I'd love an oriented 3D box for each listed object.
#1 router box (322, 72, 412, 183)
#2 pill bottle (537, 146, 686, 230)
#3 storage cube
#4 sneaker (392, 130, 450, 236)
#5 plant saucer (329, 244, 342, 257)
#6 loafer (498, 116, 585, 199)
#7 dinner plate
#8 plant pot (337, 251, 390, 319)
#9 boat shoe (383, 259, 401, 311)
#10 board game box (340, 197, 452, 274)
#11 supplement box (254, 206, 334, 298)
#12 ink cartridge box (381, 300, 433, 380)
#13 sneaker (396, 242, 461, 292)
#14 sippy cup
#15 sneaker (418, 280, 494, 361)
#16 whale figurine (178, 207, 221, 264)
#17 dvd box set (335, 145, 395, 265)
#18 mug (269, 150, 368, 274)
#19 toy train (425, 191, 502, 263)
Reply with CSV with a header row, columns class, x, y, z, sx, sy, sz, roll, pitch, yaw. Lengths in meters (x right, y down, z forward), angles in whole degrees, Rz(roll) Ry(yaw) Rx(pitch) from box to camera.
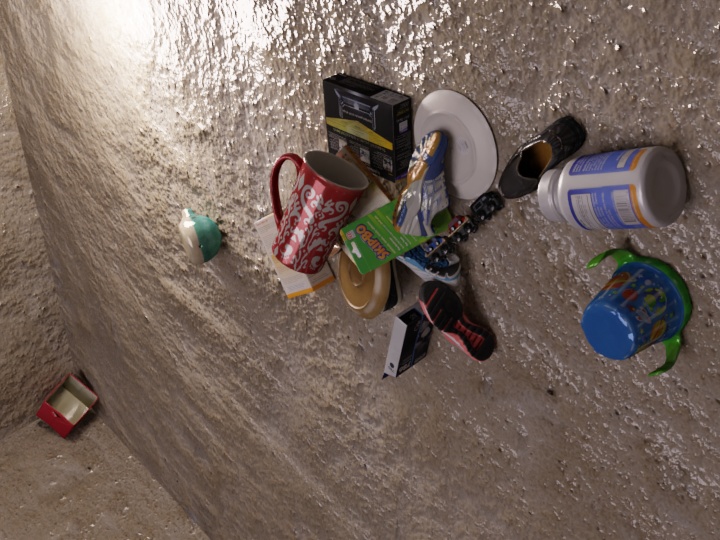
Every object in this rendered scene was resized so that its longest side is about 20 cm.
class,x,y,z,sx,sy,sz,roll,pitch,yaw
router box,0.013,-0.275,1.697,0.199,0.052,0.159,29,135,39
pill bottle,0.360,-0.116,1.294,0.199,0.111,0.113,1,115,54
storage cube,-1.291,0.597,3.901,0.171,0.201,0.180,40,137,-6
sneaker,0.126,-0.154,1.589,0.076,0.087,0.202,-98,25,-58
plant saucer,-0.046,-0.124,1.838,0.200,0.036,0.204,-21,66,59
loafer,0.270,-0.171,1.410,0.073,0.072,0.200,53,146,11
dinner plate,0.160,-0.218,1.569,0.199,0.024,0.202,32,136,36
plant pot,0.000,0.000,1.817,0.199,0.027,0.203,11,103,61
boat shoe,0.032,-0.009,1.851,0.071,0.067,0.203,11,119,54
board game box,0.067,-0.080,1.651,0.096,0.198,0.030,62,176,-2
supplement box,-0.155,-0.046,2.067,0.125,0.073,0.202,-15,101,56
ink cartridge box,0.102,0.152,1.841,0.039,0.099,0.202,39,141,27
sneaker,0.123,-0.014,1.727,0.200,0.075,0.087,39,162,42
sippy cup,0.408,0.066,1.342,0.177,0.130,0.141,38,140,30
sneaker,0.169,0.100,1.702,0.200,0.074,0.087,47,164,-19
whale figurine,-0.437,-0.100,2.408,0.200,0.102,0.161,-133,27,-65
dvd box set,-0.010,-0.119,1.718,0.200,0.029,0.146,48,115,8
mug,-0.093,-0.118,1.683,0.178,0.132,0.202,50,125,40
toy train,0.180,-0.077,1.596,0.200,0.034,0.046,-45,64,39
